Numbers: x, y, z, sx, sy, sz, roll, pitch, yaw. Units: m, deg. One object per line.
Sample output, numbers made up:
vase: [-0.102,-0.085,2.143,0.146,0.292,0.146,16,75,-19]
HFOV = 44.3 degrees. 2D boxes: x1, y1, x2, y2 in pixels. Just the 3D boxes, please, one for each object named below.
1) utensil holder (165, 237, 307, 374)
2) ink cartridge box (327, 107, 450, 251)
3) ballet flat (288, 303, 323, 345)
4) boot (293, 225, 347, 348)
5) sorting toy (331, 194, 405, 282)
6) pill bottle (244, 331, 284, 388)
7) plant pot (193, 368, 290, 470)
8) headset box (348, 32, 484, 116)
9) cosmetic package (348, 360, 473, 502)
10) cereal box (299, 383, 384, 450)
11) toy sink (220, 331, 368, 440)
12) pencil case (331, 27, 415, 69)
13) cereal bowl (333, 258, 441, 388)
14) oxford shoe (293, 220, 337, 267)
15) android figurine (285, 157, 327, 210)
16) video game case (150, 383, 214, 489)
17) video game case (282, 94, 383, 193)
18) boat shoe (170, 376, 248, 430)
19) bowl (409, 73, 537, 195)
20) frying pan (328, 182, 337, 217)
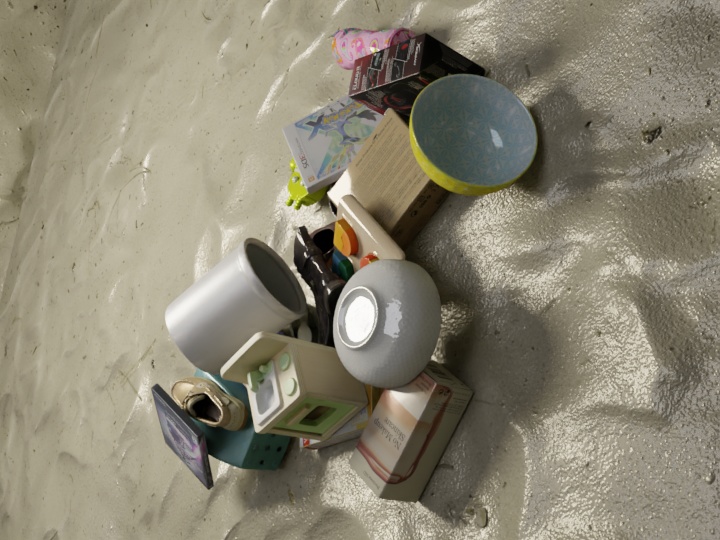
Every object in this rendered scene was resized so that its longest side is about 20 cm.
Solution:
utensil holder: [-0.224,0.065,1.575,0.200,0.170,0.170,-36,49,15]
ink cartridge box: [0.057,-0.148,1.517,0.200,0.075,0.165,-52,54,24]
ballet flat: [-0.098,0.108,1.610,0.070,0.069,0.200,-51,28,25]
boot: [-0.067,0.038,1.568,0.174,0.069,0.201,52,151,43]
sorting toy: [0.000,0.000,1.499,0.185,0.036,0.201,50,144,35]
pill bottle: [-0.203,0.150,1.709,0.200,0.119,0.120,41,109,50]
plant pot: [-0.228,0.290,1.677,0.200,0.141,0.142,31,101,46]
headset box: [0.087,-0.317,1.506,0.200,0.148,0.075,-6,70,50]
cosmetic package: [0.075,0.242,1.359,0.103,0.087,0.201,35,104,49]
cereal box: [-0.034,0.223,1.538,0.200,0.039,0.145,-26,56,44]
toy sink: [-0.109,0.196,1.447,0.130,0.199,0.112,-44,46,31]
pencil case: [0.027,-0.420,1.672,0.200,0.087,0.088,23,94,53]
cereal bowl: [0.025,0.076,1.339,0.200,0.083,0.201,-18,66,45]
oxford shoe: [-0.079,-0.047,1.650,0.200,0.072,0.071,-33,77,47]
android figurine: [-0.087,-0.210,1.740,0.201,0.041,0.182,-61,29,1]
video game case: [-0.332,0.314,1.658,0.143,0.019,0.201,39,147,27]
video game case: [-0.035,-0.251,1.652,0.199,0.022,0.183,-26,50,3]
boat shoe: [-0.290,0.240,1.611,0.199,0.065,0.073,18,92,42]
bowl: [0.162,-0.191,1.368,0.108,0.199,0.201,113,155,-63]
frying pan: [0.018,-0.153,1.622,0.189,0.031,0.116,-14,71,36]
